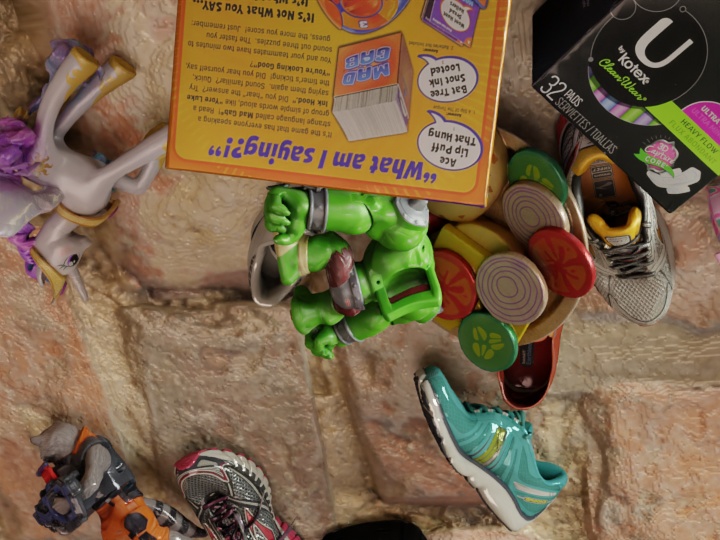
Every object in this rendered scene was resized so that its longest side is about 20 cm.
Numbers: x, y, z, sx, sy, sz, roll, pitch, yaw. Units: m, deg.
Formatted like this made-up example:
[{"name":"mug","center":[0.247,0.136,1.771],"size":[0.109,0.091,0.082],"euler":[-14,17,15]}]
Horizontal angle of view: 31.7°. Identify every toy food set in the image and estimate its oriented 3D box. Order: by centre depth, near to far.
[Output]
[{"name":"toy food set","center":[0.092,-0.025,0.999],"size":[0.197,0.049,0.201],"euler":[36,129,15]}]

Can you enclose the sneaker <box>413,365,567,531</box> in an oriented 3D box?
[{"name":"sneaker","center":[0.116,0.151,1.158],"size":[0.079,0.078,0.200],"euler":[-38,118,7]}]

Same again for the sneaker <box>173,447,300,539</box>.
[{"name":"sneaker","center":[-0.115,0.256,1.249],"size":[0.080,0.075,0.201],"euler":[-23,117,22]}]

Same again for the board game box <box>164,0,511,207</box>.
[{"name":"board game box","center":[-0.004,-0.165,0.831],"size":[0.197,0.200,0.203],"euler":[7,101,3]}]

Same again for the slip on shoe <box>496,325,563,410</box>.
[{"name":"slip on shoe","center":[0.141,0.033,1.067],"size":[0.073,0.061,0.202],"euler":[3,123,8]}]

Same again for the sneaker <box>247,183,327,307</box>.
[{"name":"sneaker","center":[-0.034,-0.057,1.020],"size":[0.076,0.081,0.201],"euler":[25,123,-7]}]

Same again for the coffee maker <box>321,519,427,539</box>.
[{"name":"coffee maker","center":[0.014,0.339,1.210],"size":[0.133,0.201,0.194],"euler":[6,128,2]}]

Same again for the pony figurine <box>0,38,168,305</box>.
[{"name":"pony figurine","center":[-0.252,-0.083,1.008],"size":[0.192,0.167,0.200],"euler":[34,107,-24]}]

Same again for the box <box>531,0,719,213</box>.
[{"name":"box","center":[0.236,-0.173,0.872],"size":[0.148,0.125,0.200],"euler":[38,120,-18]}]

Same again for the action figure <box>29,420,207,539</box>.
[{"name":"action figure","center":[-0.253,0.228,1.251],"size":[0.194,0.105,0.199],"euler":[51,152,-9]}]

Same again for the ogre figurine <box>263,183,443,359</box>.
[{"name":"ogre figurine","center":[0.000,0.000,0.964],"size":[0.118,0.099,0.202],"euler":[-7,124,4]}]

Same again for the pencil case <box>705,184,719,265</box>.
[{"name":"pencil case","center":[0.359,-0.063,0.955],"size":[0.198,0.088,0.088],"euler":[-26,117,22]}]

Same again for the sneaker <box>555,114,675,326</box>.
[{"name":"sneaker","center":[0.199,-0.033,1.000],"size":[0.077,0.083,0.201],"euler":[-17,122,18]}]
